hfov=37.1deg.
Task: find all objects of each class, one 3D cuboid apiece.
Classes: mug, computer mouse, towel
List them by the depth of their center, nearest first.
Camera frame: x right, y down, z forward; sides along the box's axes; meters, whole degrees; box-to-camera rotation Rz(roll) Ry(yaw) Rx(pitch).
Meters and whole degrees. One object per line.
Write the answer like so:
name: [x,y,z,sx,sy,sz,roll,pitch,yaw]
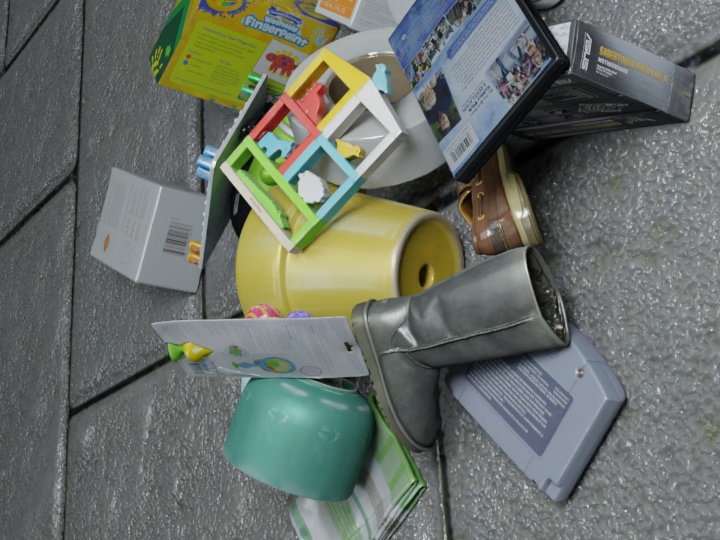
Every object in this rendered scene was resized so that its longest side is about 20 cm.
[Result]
mug: [-0.073,0.163,1.184,0.185,0.152,0.115,24,96,36]
towel: [-0.011,0.258,1.221,0.200,0.031,0.149,-59,40,24]
computer mouse: [-0.142,-0.135,1.468,0.140,0.046,0.200,-60,-22,-54]

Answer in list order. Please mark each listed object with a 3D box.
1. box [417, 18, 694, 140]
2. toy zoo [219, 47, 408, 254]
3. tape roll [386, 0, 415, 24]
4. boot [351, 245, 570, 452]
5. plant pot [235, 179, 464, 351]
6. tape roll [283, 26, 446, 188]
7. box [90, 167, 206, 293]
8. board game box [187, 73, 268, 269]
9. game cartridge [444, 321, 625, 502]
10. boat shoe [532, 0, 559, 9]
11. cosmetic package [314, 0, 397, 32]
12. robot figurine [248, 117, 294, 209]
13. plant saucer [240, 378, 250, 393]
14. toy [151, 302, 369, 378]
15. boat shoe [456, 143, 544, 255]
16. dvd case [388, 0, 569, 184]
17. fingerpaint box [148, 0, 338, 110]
box: [0.175,-0.168,0.983,0.200,0.158,0.048,1,82,54]
toy zoo: [-0.040,-0.132,1.086,0.200,0.020,0.131,-47,66,14]
tape roll: [0.102,-0.341,1.121,0.200,0.066,0.201,-7,82,59]
boot: [0.105,0.080,1.019,0.200,0.073,0.182,-16,109,25]
plant pot: [0.000,0.000,1.161,0.189,0.201,0.201,4,83,38]
tape roll: [0.020,-0.181,1.174,0.203,0.202,0.071,57,168,45]
box: [-0.325,-0.066,1.685,0.200,0.106,0.153,23,99,54]
board game box: [-0.179,-0.134,1.434,0.200,0.026,0.200,106,-176,-47]
game cartridge: [0.163,0.106,1.023,0.200,0.041,0.133,47,121,49]
boat shoe: [0.152,-0.341,1.154,0.069,0.057,0.200,-60,39,22]
cosmetic package: [0.026,-0.396,1.333,0.101,0.071,0.200,37,109,52]
robot figurine: [-0.073,-0.136,1.350,0.176,0.115,0.200,-82,17,-69]
plant saucer: [-0.084,0.130,1.352,0.201,0.039,0.202,-22,62,49]
toy: [-0.098,0.066,1.094,0.199,0.115,0.047,-5,56,11]
boat shoe: [0.125,-0.078,1.048,0.067,0.072,0.200,-21,29,9]
dvd case: [0.097,-0.194,0.947,0.143,0.018,0.200,-50,44,33]
fingerpaint box: [-0.159,-0.308,1.450,0.167,0.200,0.073,-56,40,28]
